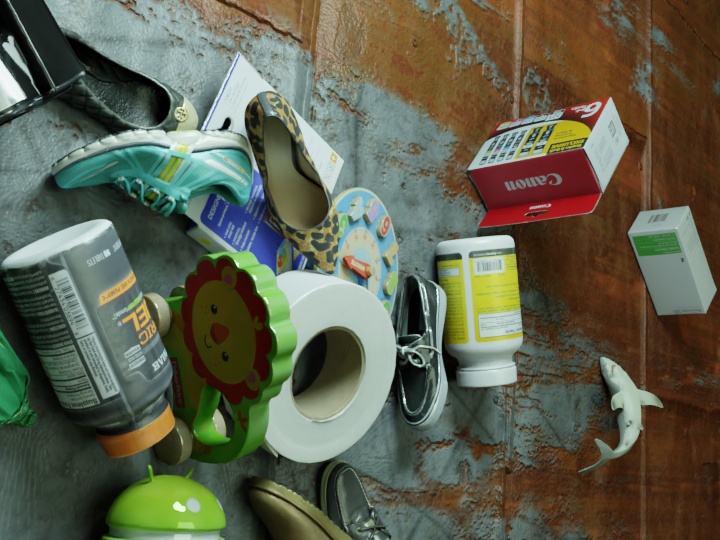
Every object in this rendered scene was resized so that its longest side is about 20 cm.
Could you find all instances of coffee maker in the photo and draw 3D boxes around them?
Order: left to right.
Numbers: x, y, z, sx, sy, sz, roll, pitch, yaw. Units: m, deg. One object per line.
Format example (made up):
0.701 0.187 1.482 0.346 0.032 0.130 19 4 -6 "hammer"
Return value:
-0.316 -0.224 0.758 0.192 0.133 0.202 -46 120 -42 "coffee maker"

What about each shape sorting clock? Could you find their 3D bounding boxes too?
0.000 0.000 1.149 0.199 0.039 0.204 -13 105 -56 "shape sorting clock"

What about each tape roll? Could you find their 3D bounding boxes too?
-0.055 0.105 1.027 0.200 0.070 0.206 -14 112 -39 "tape roll"

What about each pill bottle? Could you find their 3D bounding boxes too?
-0.236 0.065 0.840 0.106 0.105 0.203 -36 113 -45 "pill bottle"
0.168 0.057 1.302 0.112 0.111 0.204 -5 90 -49 "pill bottle"

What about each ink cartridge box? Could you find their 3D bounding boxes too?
-0.118 -0.101 1.043 0.200 0.047 0.200 40 58 -37 "ink cartridge box"
0.269 -0.156 1.373 0.084 0.198 0.176 57 47 -26 "ink cartridge box"

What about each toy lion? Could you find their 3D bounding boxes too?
-0.132 0.085 0.892 0.068 0.190 0.204 -13 96 -48 "toy lion"

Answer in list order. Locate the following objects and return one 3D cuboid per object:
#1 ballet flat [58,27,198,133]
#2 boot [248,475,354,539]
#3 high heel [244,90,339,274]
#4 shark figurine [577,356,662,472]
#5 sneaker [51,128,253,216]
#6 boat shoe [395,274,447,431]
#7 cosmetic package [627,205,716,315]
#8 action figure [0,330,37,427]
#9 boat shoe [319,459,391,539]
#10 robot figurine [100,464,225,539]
-0.235 -0.173 0.903 0.199 0.056 0.068 20 72 -46 "ballet flat"
-0.096 0.350 1.001 0.175 0.066 0.201 42 63 -21 "boot"
-0.068 -0.084 0.961 0.143 0.070 0.203 -127 -166 -84 "high heel"
0.453 0.274 1.640 0.127 0.090 0.216 26 53 -8 "shark figurine"
-0.193 -0.092 0.895 0.197 0.077 0.081 -5 87 -28 "sneaker"
0.073 0.104 1.214 0.068 0.073 0.203 28 65 -48 "boat shoe"
0.614 -0.017 1.829 0.085 0.107 0.202 -47 119 -40 "cosmetic package"
-0.335 0.068 0.765 0.201 0.054 0.119 58 45 -36 "action figure"
0.007 0.325 1.121 0.071 0.065 0.204 -23 103 -47 "boat shoe"
-0.185 0.285 0.865 0.175 0.114 0.204 33 58 -68 "robot figurine"
